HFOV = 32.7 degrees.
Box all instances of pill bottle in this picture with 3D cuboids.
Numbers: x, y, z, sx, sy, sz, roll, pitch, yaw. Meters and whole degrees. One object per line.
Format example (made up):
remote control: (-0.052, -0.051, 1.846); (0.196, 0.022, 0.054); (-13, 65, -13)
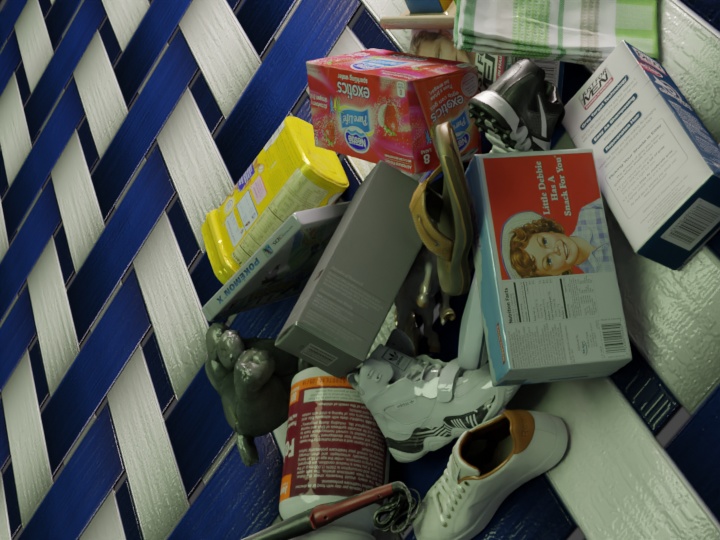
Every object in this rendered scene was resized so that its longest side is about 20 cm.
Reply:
pill bottle: (-0.026, 0.212, 1.292); (0.114, 0.114, 0.202); (-23, 54, 46)

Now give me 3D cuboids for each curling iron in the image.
curling iron: (-0.036, 0.250, 1.203); (0.198, 0.026, 0.050); (-15, 68, 10)

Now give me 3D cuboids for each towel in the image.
towel: (0.194, -0.274, 1.202); (0.031, 0.198, 0.150); (96, 179, -70)

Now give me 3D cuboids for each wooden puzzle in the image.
wooden puzzle: (0.137, -0.316, 1.313); (0.199, 0.047, 0.185); (-35, 26, -23)

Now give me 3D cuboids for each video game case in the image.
video game case: (-0.067, -0.017, 1.419); (0.182, 0.199, 0.022); (-44, 75, 32)

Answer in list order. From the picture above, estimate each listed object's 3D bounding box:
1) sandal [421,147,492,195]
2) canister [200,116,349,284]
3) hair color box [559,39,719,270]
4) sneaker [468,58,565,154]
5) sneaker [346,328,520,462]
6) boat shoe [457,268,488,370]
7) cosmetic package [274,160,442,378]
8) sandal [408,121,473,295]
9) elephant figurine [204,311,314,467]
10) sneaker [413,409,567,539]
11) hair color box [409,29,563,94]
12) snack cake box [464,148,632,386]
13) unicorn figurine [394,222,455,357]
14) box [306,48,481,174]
sandal: (0.101, -0.090, 1.342); (0.200, 0.045, 0.076); (-35, 47, 39)
canister: (-0.112, -0.083, 1.596); (0.200, 0.086, 0.149); (-50, 38, 23)
hair color box: (0.263, -0.107, 1.117); (0.100, 0.060, 0.201); (-49, 39, 28)
sneaker: (0.164, -0.134, 1.184); (0.066, 0.200, 0.091); (36, 81, 28)
sneaker: (0.070, 0.107, 1.206); (0.200, 0.115, 0.075); (-37, 5, 42)
boat shoe: (0.150, 0.017, 1.180); (0.075, 0.085, 0.203); (100, -173, -49)
cosmetic package: (0.000, 0.000, 1.257); (0.201, 0.090, 0.107); (-66, 7, -21)
sandal: (0.072, -0.046, 1.126); (0.201, 0.053, 0.081); (87, 176, -51)
elephant figurine: (-0.069, 0.100, 1.420); (0.142, 0.199, 0.156); (52, 145, 33)
sneaker: (0.099, 0.192, 1.160); (0.200, 0.084, 0.073); (-48, 41, 29)
hair color box: (0.130, -0.213, 1.320); (0.199, 0.060, 0.101); (16, 104, 56)
snack cake box: (0.164, -0.004, 1.101); (0.067, 0.114, 0.202); (112, 153, -71)
unicorn figurine: (0.078, 0.006, 1.292); (0.200, 0.073, 0.138); (-44, 30, 40)
box: (0.033, -0.174, 1.313); (0.200, 0.095, 0.101); (23, 124, 53)
